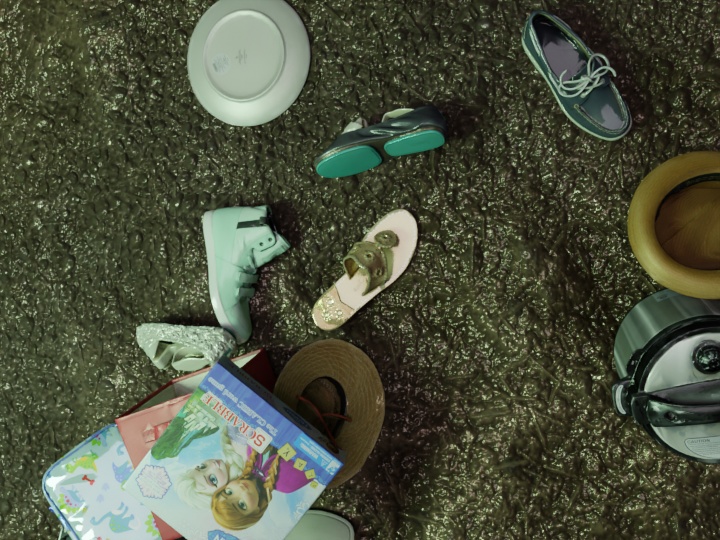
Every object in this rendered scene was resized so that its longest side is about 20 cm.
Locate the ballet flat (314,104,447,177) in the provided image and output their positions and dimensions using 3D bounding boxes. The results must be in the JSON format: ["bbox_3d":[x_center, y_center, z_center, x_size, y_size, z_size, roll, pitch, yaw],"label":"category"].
[{"bbox_3d":[0.027,-0.186,0.978,0.197,0.073,0.074,-14,88,19],"label":"ballet flat"}]

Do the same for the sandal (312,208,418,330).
[{"bbox_3d":[0.004,0.004,0.980,0.078,0.070,0.212,42,100,9],"label":"sandal"}]

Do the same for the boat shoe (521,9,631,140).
[{"bbox_3d":[0.286,-0.259,0.912,0.074,0.062,0.201,-33,85,10],"label":"boat shoe"}]

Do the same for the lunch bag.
[{"bbox_3d":[-0.370,0.345,1.051,0.160,0.082,0.201,-37,85,-11],"label":"lunch bag"}]

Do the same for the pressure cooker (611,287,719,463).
[{"bbox_3d":[0.395,0.123,0.815,0.178,0.200,0.177,34,108,0],"label":"pressure cooker"}]

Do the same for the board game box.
[{"bbox_3d":[-0.154,0.245,0.852,0.199,0.041,0.200,38,96,-1],"label":"board game box"}]

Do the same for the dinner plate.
[{"bbox_3d":[-0.172,-0.319,1.038,0.197,0.024,0.203,0,91,14],"label":"dinner plate"}]

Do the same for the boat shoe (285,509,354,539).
[{"bbox_3d":[-0.106,0.405,1.021,0.197,0.074,0.061,-7,131,-3],"label":"boat shoe"}]

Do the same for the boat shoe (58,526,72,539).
[{"bbox_3d":[-0.439,0.422,1.098,0.075,0.060,0.203,4,92,13],"label":"boat shoe"}]

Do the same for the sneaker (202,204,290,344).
[{"bbox_3d":[-0.158,0.003,1.017,0.117,0.074,0.203,-10,90,10],"label":"sneaker"}]

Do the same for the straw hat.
[{"bbox_3d":[-0.065,0.200,0.990,0.085,0.199,0.204,-10,89,56],"label":"straw hat"}]

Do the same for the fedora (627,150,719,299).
[{"bbox_3d":[0.427,-0.049,0.864,0.198,0.082,0.203,-3,71,8],"label":"fedora"}]

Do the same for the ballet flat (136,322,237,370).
[{"bbox_3d":[-0.269,0.114,1.017,0.198,0.071,0.073,-4,91,33],"label":"ballet flat"}]

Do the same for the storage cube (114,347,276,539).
[{"bbox_3d":[-0.200,0.237,0.974,0.169,0.200,0.182,-20,94,12],"label":"storage cube"}]
